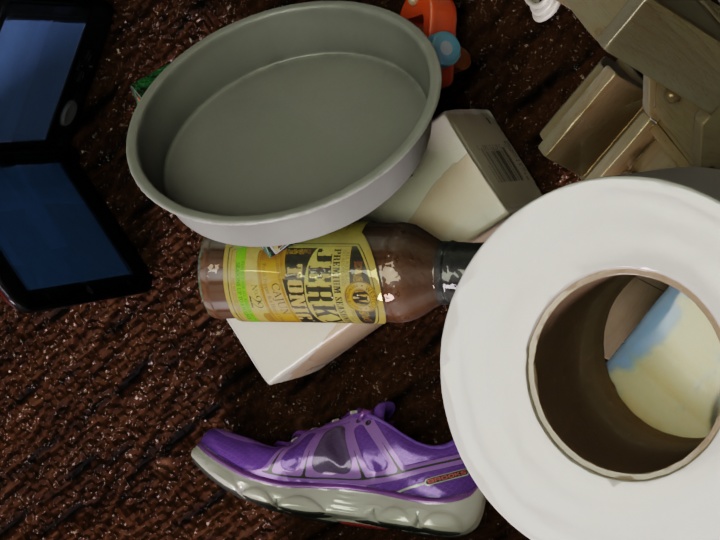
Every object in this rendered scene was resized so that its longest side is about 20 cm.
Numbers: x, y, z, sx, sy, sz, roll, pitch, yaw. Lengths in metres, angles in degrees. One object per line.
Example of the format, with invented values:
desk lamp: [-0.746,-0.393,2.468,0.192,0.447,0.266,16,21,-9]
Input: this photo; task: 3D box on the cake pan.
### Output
cake pan: [-0.043,-0.087,1.533,0.199,0.201,0.037,0,135,21]

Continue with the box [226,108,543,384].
box: [0.011,-0.016,1.608,0.200,0.095,0.078,-36,81,21]

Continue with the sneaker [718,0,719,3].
sneaker: [0.221,-0.259,1.523,0.115,0.074,0.201,-36,90,18]

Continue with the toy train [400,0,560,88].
toy train: [0.085,-0.181,1.564,0.200,0.055,0.151,-21,63,56]

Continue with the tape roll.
tape roll: [0.157,0.048,1.321,0.201,0.139,0.204,2,96,21]

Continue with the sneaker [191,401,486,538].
sneaker: [-0.011,0.124,1.649,0.198,0.081,0.084,6,80,14]

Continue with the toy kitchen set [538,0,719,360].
toy kitchen set: [0.125,-0.094,1.480,0.200,0.180,0.163,-50,43,17]

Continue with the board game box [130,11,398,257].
board game box: [-0.060,-0.089,1.587,0.104,0.024,0.200,-32,43,-10]

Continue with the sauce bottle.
sauce bottle: [0.000,0.000,1.530,0.199,0.065,0.065,-1,94,22]

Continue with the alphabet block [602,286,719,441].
alphabet block: [0.277,0.062,1.454,0.200,0.196,0.196,41,109,14]

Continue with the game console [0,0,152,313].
game console: [-0.193,-0.081,1.626,0.118,0.200,0.173,25,102,17]
